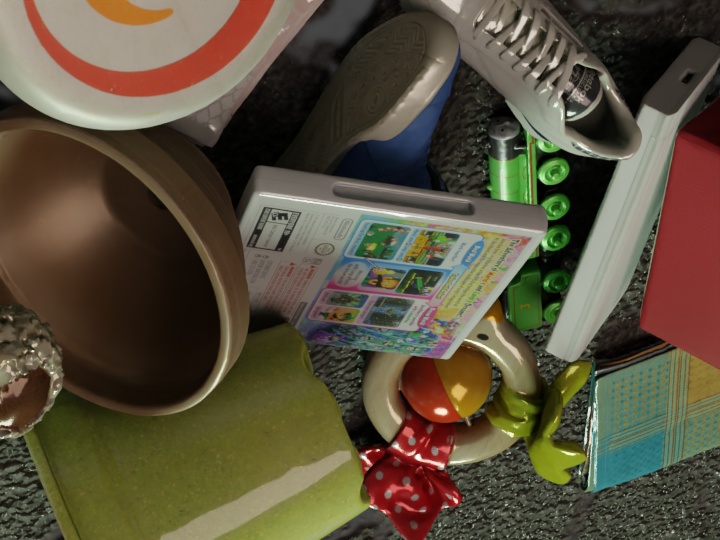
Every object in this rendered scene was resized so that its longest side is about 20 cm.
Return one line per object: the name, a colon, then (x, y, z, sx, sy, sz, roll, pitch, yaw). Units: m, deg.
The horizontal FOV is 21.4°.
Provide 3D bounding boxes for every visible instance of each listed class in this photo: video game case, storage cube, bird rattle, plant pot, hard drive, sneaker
video game case: (0.000, 0.000, 1.200, 0.180, 0.024, 0.200, 7, 153, -13)
storage cube: (0.317, -0.026, 1.303, 0.171, 0.179, 0.201, -39, 147, -40)
bird rattle: (0.067, 0.095, 1.377, 0.199, 0.113, 0.164, -16, 116, 22)
plant pot: (-0.138, -0.023, 1.115, 0.093, 0.199, 0.202, -49, 152, -43)
hard drive: (0.187, -0.049, 1.306, 0.132, 0.026, 0.201, -45, 157, -54)
sneaker: (0.026, -0.074, 1.196, 0.111, 0.077, 0.200, 15, 129, -33)
plant pot: (-0.100, 0.128, 1.216, 0.183, 0.201, 0.201, -24, 135, -7)
sneaker: (0.101, -0.141, 1.172, 0.200, 0.081, 0.077, 37, 95, -33)

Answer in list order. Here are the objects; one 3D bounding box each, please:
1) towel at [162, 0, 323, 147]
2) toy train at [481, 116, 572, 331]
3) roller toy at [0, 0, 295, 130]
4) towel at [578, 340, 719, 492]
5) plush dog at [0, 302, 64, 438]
towel: (-0.107, -0.173, 1.079, 0.199, 0.032, 0.191, 21, 114, -41)
toy train: (0.115, -0.035, 1.321, 0.056, 0.042, 0.201, -13, 133, -5)
roller toy: (-0.131, -0.176, 0.945, 0.199, 0.140, 0.183, 29, 99, -39)
towel: (0.267, 0.099, 1.537, 0.199, 0.022, 0.147, -18, 135, -18)
plush dog: (-0.282, 0.011, 1.080, 0.198, 0.161, 0.173, -15, 114, -10)
